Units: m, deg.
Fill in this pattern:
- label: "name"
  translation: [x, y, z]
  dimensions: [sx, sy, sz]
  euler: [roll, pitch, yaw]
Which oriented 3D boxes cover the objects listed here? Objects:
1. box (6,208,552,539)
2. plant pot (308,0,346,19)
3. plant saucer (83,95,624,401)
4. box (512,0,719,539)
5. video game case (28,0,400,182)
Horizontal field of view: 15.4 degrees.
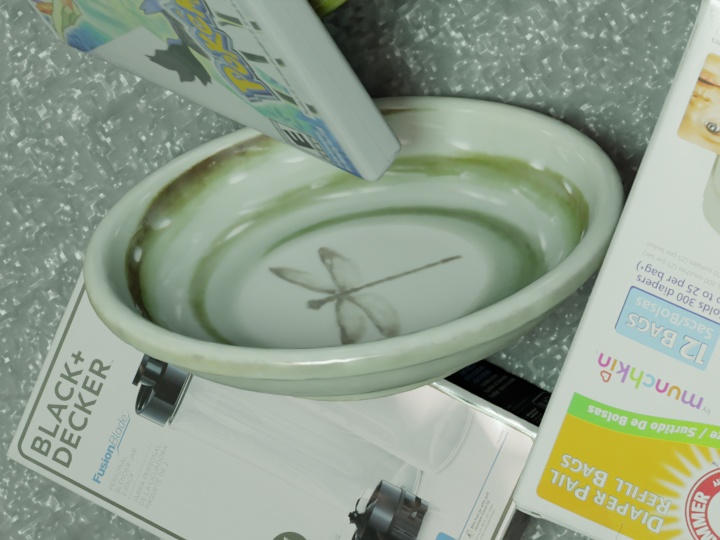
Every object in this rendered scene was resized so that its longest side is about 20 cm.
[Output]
- label: "box"
  translation: [-0.028, 0.065, 1.062]
  dimensions: [0.200, 0.060, 0.117]
  euler: [28, 104, 12]
- label: "plant pot"
  translation: [-0.037, -0.197, 0.972]
  dimensions: [0.200, 0.200, 0.193]
  euler: [-36, 98, 18]
- label: "plant saucer"
  translation: [0.000, 0.000, 0.979]
  dimensions: [0.200, 0.200, 0.050]
  euler: [-1, 121, 17]
- label: "box"
  translation: [0.144, 0.003, 0.928]
  dimensions: [0.112, 0.101, 0.200]
  euler: [24, 113, 9]
- label: "video game case"
  translation: [-0.091, -0.121, 0.964]
  dimensions: [0.182, 0.200, 0.022]
  euler: [26, 73, 37]
